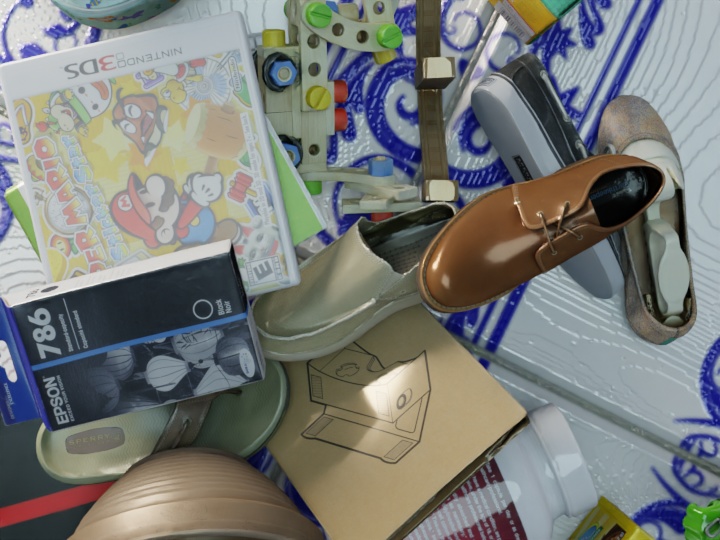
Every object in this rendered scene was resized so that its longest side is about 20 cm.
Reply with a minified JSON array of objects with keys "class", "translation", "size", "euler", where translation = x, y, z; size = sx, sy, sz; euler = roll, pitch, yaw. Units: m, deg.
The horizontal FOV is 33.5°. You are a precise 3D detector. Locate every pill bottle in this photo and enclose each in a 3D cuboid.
[{"class":"pill bottle","translation":[0.074,0.181,0.914],"size":[0.198,0.113,0.114],"euler":[-23,92,-1]}]

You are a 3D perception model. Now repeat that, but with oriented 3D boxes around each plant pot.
[{"class":"plant pot","translation":[-0.125,0.193,0.871],"size":[0.198,0.202,0.093],"euler":[-8,54,-3]}]

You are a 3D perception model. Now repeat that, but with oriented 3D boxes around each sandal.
[{"class":"sandal","translation":[-0.147,0.115,0.891],"size":[0.199,0.057,0.081],"euler":[-16,71,-1]}]

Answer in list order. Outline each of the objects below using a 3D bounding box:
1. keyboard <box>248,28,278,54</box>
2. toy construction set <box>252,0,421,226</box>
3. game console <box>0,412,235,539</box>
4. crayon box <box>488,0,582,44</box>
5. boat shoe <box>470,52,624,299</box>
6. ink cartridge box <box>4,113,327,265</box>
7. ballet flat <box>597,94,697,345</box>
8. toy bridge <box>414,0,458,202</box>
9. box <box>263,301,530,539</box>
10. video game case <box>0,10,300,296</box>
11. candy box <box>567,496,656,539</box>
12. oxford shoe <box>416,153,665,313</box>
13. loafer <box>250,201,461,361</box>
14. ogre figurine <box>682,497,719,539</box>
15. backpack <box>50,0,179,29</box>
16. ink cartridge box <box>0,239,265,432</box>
[{"class":"keyboard","translation":[-0.155,-0.145,0.946],"size":[0.198,0.011,0.057],"euler":[-12,92,-3]},{"class":"toy construction set","translation":[-0.015,-0.132,0.919],"size":[0.130,0.092,0.203],"euler":[-7,93,-20]},{"class":"game console","translation":[-0.207,0.166,0.946],"size":[0.198,0.031,0.179],"euler":[-15,96,-2]},{"class":"crayon box","translation":[0.094,-0.272,0.900],"size":[0.058,0.119,0.200],"euler":[-41,93,-1]},{"class":"boat shoe","translation":[0.161,-0.074,0.933],"size":[0.068,0.074,0.200],"euler":[-36,98,-17]},{"class":"ink cartridge box","translation":[-0.144,-0.043,0.914],"size":[0.199,0.076,0.149],"euler":[-30,93,0]},{"class":"ballet flat","translation":[0.233,-0.041,0.939],"size":[0.067,0.067,0.202],"euler":[-12,92,-3]},{"class":"toy bridge","translation":[0.056,-0.153,0.927],"size":[0.027,0.067,0.203],"euler":[-3,90,-3]},{"class":"box","translation":[0.006,0.098,0.894],"size":[0.163,0.021,0.200],"euler":[-42,52,-1]},{"class":"video game case","translation":[-0.151,-0.069,0.863],"size":[0.180,0.023,0.202],"euler":[-12,93,0]},{"class":"candy box","translation":[0.146,0.270,0.926],"size":[0.026,0.102,0.201],"euler":[38,89,-2]},{"class":"oxford shoe","translation":[0.129,-0.032,0.847],"size":[0.199,0.071,0.072],"euler":[-30,100,-15]},{"class":"loafer","translation":[0.000,0.000,0.893],"size":[0.198,0.069,0.076],"euler":[-25,48,-2]},{"class":"ogre figurine","translation":[0.326,0.225,0.934],"size":[0.120,0.098,0.201],"euler":[-39,101,-11]},{"class":"backpack","translation":[-0.194,-0.286,0.878],"size":[0.177,0.151,0.201],"euler":[-32,97,-3]},{"class":"ink cartridge box","translation":[-0.174,0.051,0.842],"size":[0.198,0.039,0.100],"euler":[-14,107,2]}]
